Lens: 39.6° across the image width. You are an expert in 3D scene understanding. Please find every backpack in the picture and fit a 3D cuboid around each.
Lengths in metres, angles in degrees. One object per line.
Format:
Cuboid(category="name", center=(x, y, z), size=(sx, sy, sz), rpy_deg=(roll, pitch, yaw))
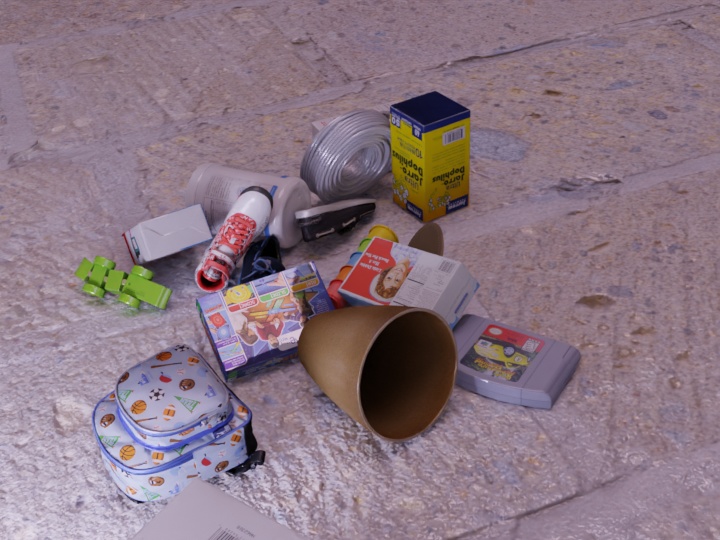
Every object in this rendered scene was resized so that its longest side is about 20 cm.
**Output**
Cuboid(category="backpack", center=(-0.257, 0.209, 1.341), size=(0.190, 0.154, 0.200), rpy_deg=(-33, 46, -20))

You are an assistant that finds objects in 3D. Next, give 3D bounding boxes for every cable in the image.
Cuboid(category="cable", center=(-0.018, -0.212, 1.878), size=(0.200, 0.200, 0.069), rpy_deg=(-3, 44, -51))

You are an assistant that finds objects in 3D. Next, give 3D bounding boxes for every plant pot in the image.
Cuboid(category="plant pot", center=(0.005, 0.127, 1.428), size=(0.186, 0.187, 0.200), rpy_deg=(-31, 27, -32))

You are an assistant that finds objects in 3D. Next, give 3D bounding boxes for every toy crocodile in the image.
Cuboid(category="toy crocodile", center=(-0.407, 0.023, 1.707), size=(0.199, 0.062, 0.068), rpy_deg=(14, 78, 22))

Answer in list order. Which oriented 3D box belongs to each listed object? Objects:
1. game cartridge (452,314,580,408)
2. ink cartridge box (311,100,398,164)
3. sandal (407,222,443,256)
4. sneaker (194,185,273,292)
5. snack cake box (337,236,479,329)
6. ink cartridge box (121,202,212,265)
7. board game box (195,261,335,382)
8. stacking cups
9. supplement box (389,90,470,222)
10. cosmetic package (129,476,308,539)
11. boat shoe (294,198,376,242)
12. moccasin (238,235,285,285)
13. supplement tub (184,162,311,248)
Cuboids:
Cuboid(category="game cartridge", center=(0.211, 0.136, 1.490), size=(0.199, 0.041, 0.133), rpy_deg=(16, 44, 27))
Cuboid(category="ink cartridge box", center=(0.018, -0.263, 2.038), size=(0.199, 0.086, 0.148), rpy_deg=(-16, 37, -18))
Cuboid(category="sandal", center=(0.115, 0.027, 1.640), size=(0.077, 0.070, 0.212), rpy_deg=(-18, 48, 31))
Cuboid(category="sneaker", center=(-0.213, -0.045, 1.682), size=(0.067, 0.201, 0.108), rpy_deg=(30, 40, -14))
Cuboid(category="snack cake box", center=(0.073, 0.028, 1.567), size=(0.200, 0.067, 0.115), rpy_deg=(20, 72, 46))
Cuboid(category="ink cartridge box", center=(-0.345, -0.060, 1.761), size=(0.116, 0.068, 0.200), rpy_deg=(-21, 4, -22))
Cuboid(category="board game box", center=(-0.140, 0.077, 1.558), size=(0.199, 0.034, 0.136), rpy_deg=(-18, 68, -19))
Cuboid(category="stacking cups", center=(0.000, 0.000, 1.689), size=(0.060, 0.061, 0.200), rpy_deg=(12, 40, 23))
Cuboid(category="supplement box", center=(0.129, -0.210, 1.846), size=(0.109, 0.201, 0.109), rpy_deg=(-22, 38, -25))
Cuboid(category="cosmetic package", center=(-0.127, 0.363, 1.061), size=(0.199, 0.201, 0.123), rpy_deg=(20, 44, 32))
Cuboid(category="boat shoe", center=(-0.039, -0.094, 1.821), size=(0.074, 0.061, 0.200), rpy_deg=(-6, 7, 37))
Cuboid(category="moccasin", center=(-0.162, 0.002, 1.671), size=(0.068, 0.080, 0.200), rpy_deg=(-46, 32, 19))
Cuboid(category="supplement tub", center=(-0.202, -0.120, 1.819), size=(0.199, 0.132, 0.132), rpy_deg=(12, 38, 23))
